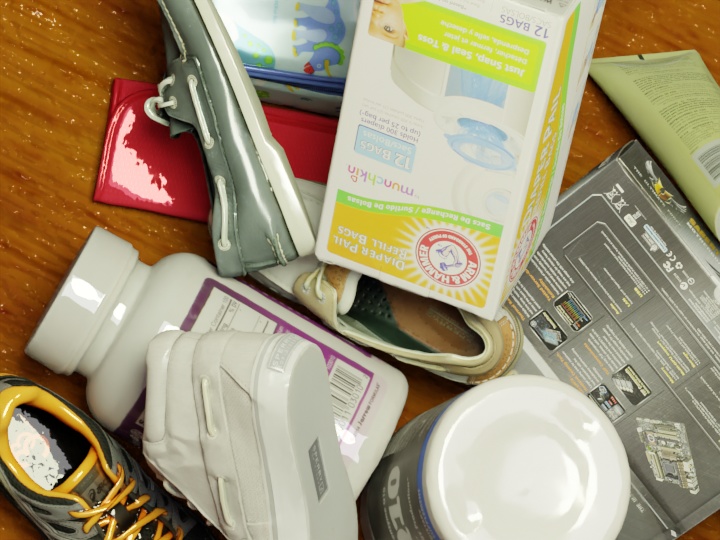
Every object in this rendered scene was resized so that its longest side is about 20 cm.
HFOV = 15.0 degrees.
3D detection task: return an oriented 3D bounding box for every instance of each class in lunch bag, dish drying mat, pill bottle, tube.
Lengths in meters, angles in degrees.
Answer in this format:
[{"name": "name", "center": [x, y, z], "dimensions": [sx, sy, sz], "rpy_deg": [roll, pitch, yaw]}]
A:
[{"name": "lunch bag", "center": [-0.024, -0.197, 1.616], "dimensions": [0.160, 0.082, 0.200], "rpy_deg": [12, 79, -14]}, {"name": "dish drying mat", "center": [-0.053, -0.060, 1.616], "dimensions": [0.200, 0.018, 0.077], "rpy_deg": [11, 80, -11]}, {"name": "pill bottle", "center": [0.067, 0.126, 1.518], "dimensions": [0.114, 0.200, 0.114], "rpy_deg": [2, 79, -12]}, {"name": "tube", "center": [0.197, -0.081, 1.608], "dimensions": [0.058, 0.200, 0.052], "rpy_deg": [34, 106, -33]}, {"name": "pill bottle", "center": [-0.083, 0.059, 1.541], "dimensions": [0.200, 0.112, 0.112], "rpy_deg": [30, 75, -6]}]

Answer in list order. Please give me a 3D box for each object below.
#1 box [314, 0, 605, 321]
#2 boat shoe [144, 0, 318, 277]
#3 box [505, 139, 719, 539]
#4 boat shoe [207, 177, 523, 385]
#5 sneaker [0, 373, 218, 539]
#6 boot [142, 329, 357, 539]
[{"name": "box", "center": [0.056, -0.091, 1.470], "dimensions": [0.112, 0.200, 0.101], "rpy_deg": [21, 37, 12]}, {"name": "boat shoe", "center": [-0.088, -0.091, 1.518], "dimensions": [0.062, 0.073, 0.200], "rpy_deg": [-24, 87, 3]}, {"name": "box", "center": [0.157, 0.051, 1.584], "dimensions": [0.158, 0.048, 0.200], "rpy_deg": [-39, 90, 25]}, {"name": "boat shoe", "center": [0.000, 0.000, 1.556], "dimensions": [0.200, 0.068, 0.075], "rpy_deg": [26, 92, 11]}, {"name": "sneaker", "center": [-0.146, 0.134, 1.533], "dimensions": [0.200, 0.077, 0.078], "rpy_deg": [40, 73, -5]}, {"name": "boot", "center": [-0.062, 0.117, 1.474], "dimensions": [0.095, 0.074, 0.200], "rpy_deg": [7, 120, 24]}]
